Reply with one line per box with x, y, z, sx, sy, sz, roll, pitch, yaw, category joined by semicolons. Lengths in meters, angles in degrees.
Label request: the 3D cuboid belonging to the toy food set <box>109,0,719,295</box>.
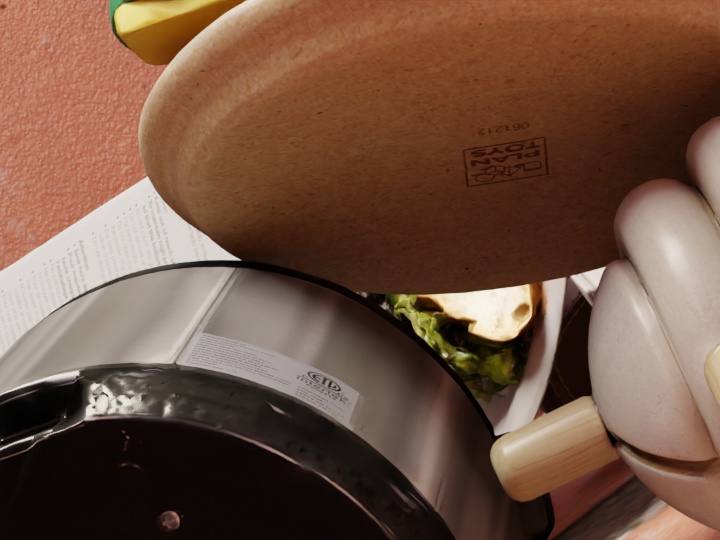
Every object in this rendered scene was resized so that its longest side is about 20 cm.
0.037;-0.050;0.717;0.199;0.049;0.198;-15;-24;17;toy food set

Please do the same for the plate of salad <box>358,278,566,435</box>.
0.000;0.000;0.926;0.048;0.202;0.200;4;-19;-36;plate of salad

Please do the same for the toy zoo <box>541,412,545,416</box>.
0.033;0.019;1.066;0.021;0.131;0.200;-62;-6;24;toy zoo

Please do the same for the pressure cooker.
-0.038;0.089;0.704;0.178;0.177;0.200;-31;8;11;pressure cooker

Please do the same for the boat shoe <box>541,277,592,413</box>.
0.145;-0.013;0.958;0.199;0.072;0.068;-33;5;-7;boat shoe

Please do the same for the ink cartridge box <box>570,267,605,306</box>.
0.172;-0.017;0.795;0.199;0.085;0.146;-36;6;3;ink cartridge box

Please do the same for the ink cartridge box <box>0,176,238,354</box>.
-0.073;0.075;0.942;0.199;0.201;0.040;-31;-25;32;ink cartridge box

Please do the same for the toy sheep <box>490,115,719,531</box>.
0.125;0.012;0.658;0.199;0.139;0.138;-20;7;0;toy sheep
